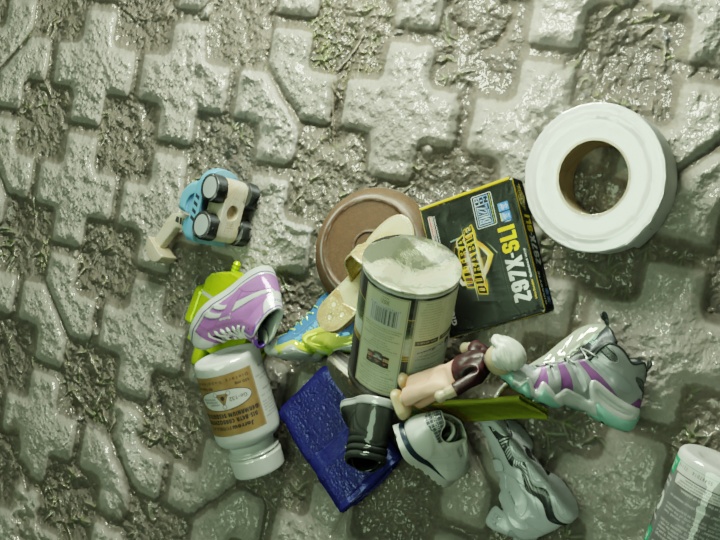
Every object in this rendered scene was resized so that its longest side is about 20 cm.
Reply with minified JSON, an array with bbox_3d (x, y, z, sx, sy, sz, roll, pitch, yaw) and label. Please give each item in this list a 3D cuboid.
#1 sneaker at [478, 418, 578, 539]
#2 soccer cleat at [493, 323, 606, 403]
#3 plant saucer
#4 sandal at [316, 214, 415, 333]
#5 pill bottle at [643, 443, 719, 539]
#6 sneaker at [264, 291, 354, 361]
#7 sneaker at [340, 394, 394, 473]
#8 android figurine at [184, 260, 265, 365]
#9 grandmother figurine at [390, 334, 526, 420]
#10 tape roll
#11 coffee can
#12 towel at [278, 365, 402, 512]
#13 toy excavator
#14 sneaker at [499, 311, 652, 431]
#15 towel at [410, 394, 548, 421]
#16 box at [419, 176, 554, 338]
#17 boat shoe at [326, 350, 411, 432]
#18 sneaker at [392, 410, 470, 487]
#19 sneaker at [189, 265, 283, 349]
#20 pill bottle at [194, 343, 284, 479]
[{"bbox_3d":[0.212,0.303,1.415,0.115,0.075,0.201,-47,68,22],"label":"sneaker"},{"bbox_3d":[0.272,0.145,1.380,0.199,0.077,0.070,-39,71,24],"label":"soccer cleat"},{"bbox_3d":[0.017,-0.034,1.530,0.196,0.034,0.205,-4,78,18],"label":"plant saucer"},{"bbox_3d":[0.004,0.004,1.473,0.077,0.070,0.213,40,94,20],"label":"sandal"},{"bbox_3d":[0.430,0.338,1.264,0.112,0.112,0.203,23,101,28],"label":"pill bottle"},{"bbox_3d":[-0.066,0.089,1.595,0.196,0.076,0.107,-6,75,23],"label":"sneaker"},{"bbox_3d":[0.000,0.243,1.432,0.069,0.200,0.101,15,74,-7],"label":"sneaker"},{"bbox_3d":[-0.229,0.086,1.702,0.180,0.041,0.203,26,103,29],"label":"android figurine"},{"bbox_3d":[0.135,0.136,1.316,0.198,0.122,0.061,-25,120,35],"label":"grandmother figurine"},{"bbox_3d":[0.330,-0.124,1.352,0.199,0.070,0.207,-1,89,30],"label":"tape roll"},{"bbox_3d":[0.062,0.072,1.425,0.145,0.146,0.203,28,129,27],"label":"coffee can"},{"bbox_3d":[-0.031,0.265,1.581,0.148,0.049,0.201,-43,71,19],"label":"towel"},{"bbox_3d":[-0.287,-0.089,1.718,0.198,0.099,0.198,22,99,42],"label":"toy excavator"},{"bbox_3d":[0.293,0.118,1.317,0.197,0.078,0.142,18,92,-5],"label":"sneaker"},{"bbox_3d":[0.158,0.197,1.373,0.198,0.086,0.018,-11,64,39],"label":"towel"},{"bbox_3d":[0.184,-0.017,1.451,0.157,0.049,0.204,-17,81,28],"label":"box"},{"bbox_3d":[0.036,0.186,1.521,0.199,0.073,0.075,37,151,11],"label":"boat shoe"},{"bbox_3d":[0.123,0.251,1.404,0.080,0.200,0.077,-33,58,14],"label":"sneaker"},{"bbox_3d":[-0.203,0.093,1.603,0.200,0.072,0.116,-42,52,26],"label":"sneaker"},{"bbox_3d":[-0.194,0.233,1.623,0.113,0.114,0.204,-11,100,30],"label":"pill bottle"}]
